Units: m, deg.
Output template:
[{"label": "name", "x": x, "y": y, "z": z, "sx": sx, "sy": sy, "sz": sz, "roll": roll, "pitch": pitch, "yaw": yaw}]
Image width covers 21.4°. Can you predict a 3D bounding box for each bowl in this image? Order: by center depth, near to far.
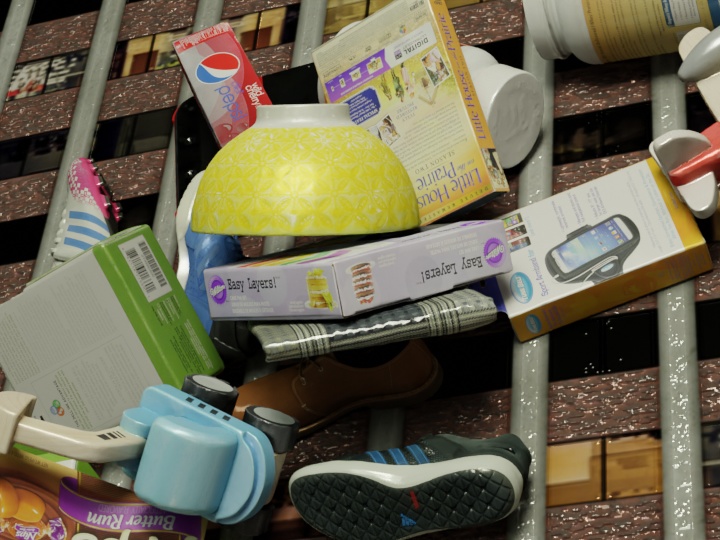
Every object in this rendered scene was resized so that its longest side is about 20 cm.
[{"label": "bowl", "x": -0.048, "y": -0.089, "z": 1.632, "sx": 0.200, "sy": 0.108, "sz": 0.200, "roll": -1, "pitch": 5, "yaw": 0}]

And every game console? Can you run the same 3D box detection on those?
[{"label": "game console", "x": -0.100, "y": -0.118, "z": 1.877, "sx": 0.177, "sy": 0.031, "sz": 0.200, "roll": -14, "pitch": 46, "yaw": 7}]

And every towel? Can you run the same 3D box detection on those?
[{"label": "towel", "x": 0.006, "y": 0.044, "z": 1.574, "sx": 0.192, "sy": 0.035, "sz": 0.200, "roll": -11, "pitch": 7, "yaw": -5}]

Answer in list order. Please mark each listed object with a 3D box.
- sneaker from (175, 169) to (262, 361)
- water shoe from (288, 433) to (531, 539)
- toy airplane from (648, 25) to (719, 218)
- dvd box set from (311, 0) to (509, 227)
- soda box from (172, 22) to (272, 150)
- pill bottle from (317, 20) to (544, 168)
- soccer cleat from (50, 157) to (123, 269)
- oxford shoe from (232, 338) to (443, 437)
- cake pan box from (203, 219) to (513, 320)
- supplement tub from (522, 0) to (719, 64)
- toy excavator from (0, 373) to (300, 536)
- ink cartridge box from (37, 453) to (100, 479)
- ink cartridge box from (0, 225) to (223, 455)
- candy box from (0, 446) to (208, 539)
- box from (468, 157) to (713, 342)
[{"label": "sneaker", "x": -0.113, "y": -0.006, "z": 1.730, "sx": 0.111, "sy": 0.077, "sz": 0.200, "roll": -6, "pitch": 57, "yaw": 27}, {"label": "water shoe", "x": 0.042, "y": 0.172, "z": 1.527, "sx": 0.200, "sy": 0.072, "sz": 0.079, "roll": -4, "pitch": 21, "yaw": 24}, {"label": "toy airplane", "x": 0.332, "y": -0.130, "z": 1.573, "sx": 0.200, "sy": 0.141, "sz": 0.199, "roll": 16, "pitch": 48, "yaw": 23}, {"label": "dvd box set", "x": 0.043, "y": -0.135, "z": 1.706, "sx": 0.146, "sy": 0.029, "sz": 0.200, "roll": -28, "pitch": 76, "yaw": 37}, {"label": "soda box", "x": -0.119, "y": -0.155, "z": 1.847, "sx": 0.063, "sy": 0.070, "sz": 0.200, "roll": -24, "pitch": 46, "yaw": -3}, {"label": "pill bottle", "x": 0.066, "y": -0.163, "z": 1.777, "sx": 0.200, "sy": 0.110, "sz": 0.110, "roll": 20, "pitch": 60, "yaw": 37}, {"label": "soccer cleat", "x": -0.271, "y": -0.034, "z": 1.845, "sx": 0.086, "sy": 0.070, "sz": 0.200, "roll": -26, "pitch": 44, "yaw": 0}, {"label": "oxford shoe", "x": -0.035, "y": 0.090, "z": 1.622, "sx": 0.200, "sy": 0.071, "sz": 0.071, "roll": -18, "pitch": 46, "yaw": 12}, {"label": "cake pan box", "x": 0.000, "y": 0.000, "z": 1.596, "sx": 0.200, "sy": 0.052, "sz": 0.184, "roll": -14, "pitch": 9, "yaw": -37}, {"label": "supplement tub", "x": 0.259, "y": -0.270, "z": 1.759, "sx": 0.200, "sy": 0.145, "sz": 0.145, "roll": -7, "pitch": 47, "yaw": 19}, {"label": "toy excavator", "x": -0.173, "y": 0.140, "z": 1.517, "sx": 0.194, "sy": 0.200, "sz": 0.100, "roll": 24, "pitch": 101, "yaw": 24}, {"label": "ink cartridge box", "x": -0.297, "y": 0.261, "z": 1.586, "sx": 0.148, "sy": 0.076, "sz": 0.200, "roll": -12, "pitch": 50, "yaw": 15}, {"label": "ink cartridge box", "x": -0.244, "y": 0.071, "z": 1.676, "sx": 0.200, "sy": 0.148, "sz": 0.076, "roll": -27, "pitch": 2, "yaw": 30}, {"label": "candy box", "x": -0.228, "y": 0.224, "z": 1.511, "sx": 0.056, "sy": 0.200, "sz": 0.117, "roll": -51, "pitch": 23, "yaw": 45}, {"label": "box", "x": 0.189, "y": -0.017, "z": 1.637, "sx": 0.200, "sy": 0.042, "sz": 0.119, "roll": -22, "pitch": 44, "yaw": 8}]
